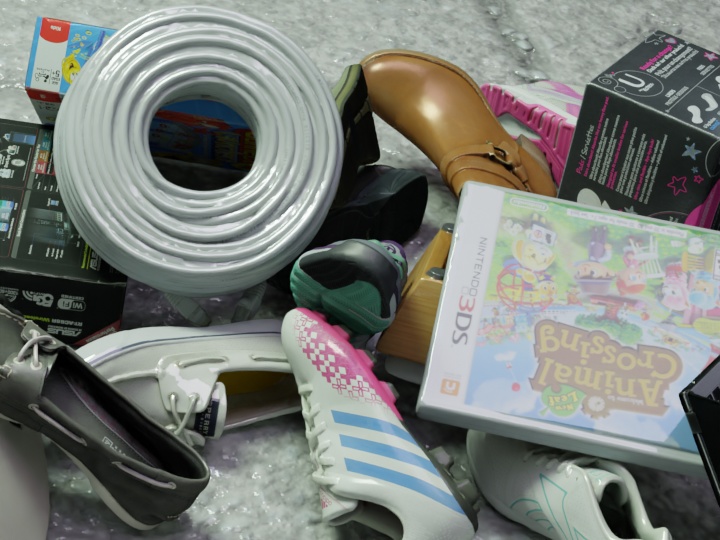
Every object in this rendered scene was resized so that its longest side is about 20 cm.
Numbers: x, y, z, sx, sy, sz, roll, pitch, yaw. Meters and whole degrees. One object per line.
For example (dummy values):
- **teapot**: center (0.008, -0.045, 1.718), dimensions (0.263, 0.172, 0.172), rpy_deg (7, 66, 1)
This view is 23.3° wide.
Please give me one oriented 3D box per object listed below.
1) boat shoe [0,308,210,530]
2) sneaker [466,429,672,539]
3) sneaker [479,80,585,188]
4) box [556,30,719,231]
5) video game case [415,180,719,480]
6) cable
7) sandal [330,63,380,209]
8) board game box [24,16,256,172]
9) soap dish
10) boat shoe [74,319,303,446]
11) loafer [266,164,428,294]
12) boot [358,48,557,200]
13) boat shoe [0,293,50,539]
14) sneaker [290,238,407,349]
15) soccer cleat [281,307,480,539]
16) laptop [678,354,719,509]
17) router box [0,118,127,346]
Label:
- **boat shoe**: center (-0.173, 0.078, 1.066), dimensions (0.200, 0.057, 0.067), rpy_deg (44, 33, -18)
- **sneaker**: center (0.142, 0.145, 1.135), dimensions (0.070, 0.080, 0.200), rpy_deg (-15, 42, -30)
- **sneaker**: center (0.195, -0.114, 1.506), dimensions (0.088, 0.082, 0.200), rpy_deg (-25, 50, -38)
- **box**: center (0.224, -0.060, 1.336), dimensions (0.115, 0.200, 0.132), rpy_deg (27, 37, 21)
- **video game case**: center (0.150, 0.036, 1.154), dimensions (0.199, 0.022, 0.182), rpy_deg (12, 58, 3)
- **cable**: center (-0.112, -0.083, 1.201), dimensions (0.200, 0.069, 0.200), rpy_deg (34, 77, -3)
- **sandal**: center (-0.026, -0.106, 1.341), dimensions (0.057, 0.080, 0.201), rpy_deg (-6, 19, 16)
- **board game box**: center (-0.149, -0.130, 1.348), dimensions (0.195, 0.056, 0.200), rpy_deg (9, -7, -3)
- **soap dish**: center (0.121, 0.039, 1.244), dimensions (0.199, 0.081, 0.157), rpy_deg (15, 20, 5)
- **boat shoe**: center (-0.115, 0.083, 1.159), dimensions (0.200, 0.071, 0.070), rpy_deg (-6, 36, -34)
- **loafer**: center (-0.026, -0.034, 1.349), dimensions (0.072, 0.073, 0.200), rpy_deg (20, 25, 26)
- **boot**: center (0.079, -0.095, 1.405), dimensions (0.200, 0.074, 0.155), rpy_deg (30, 26, -10)
- **boat shoe**: center (-0.252, 0.115, 1.084), dimensions (0.093, 0.075, 0.200), rpy_deg (-21, 51, 17)
- **sneaker**: center (0.000, 0.000, 1.184), dimensions (0.074, 0.200, 0.088), rpy_deg (35, 70, 1)
- **soccer cleat**: center (-0.007, 0.110, 1.121), dimensions (0.086, 0.070, 0.200), rpy_deg (-34, 64, -12)
- **laptop**: center (0.283, 0.141, 1.064), dimensions (0.116, 0.188, 0.200), rpy_deg (-11, 15, 42)
- **router box**: center (-0.241, -0.032, 1.280), dimensions (0.149, 0.062, 0.200), rpy_deg (8, 35, -8)
